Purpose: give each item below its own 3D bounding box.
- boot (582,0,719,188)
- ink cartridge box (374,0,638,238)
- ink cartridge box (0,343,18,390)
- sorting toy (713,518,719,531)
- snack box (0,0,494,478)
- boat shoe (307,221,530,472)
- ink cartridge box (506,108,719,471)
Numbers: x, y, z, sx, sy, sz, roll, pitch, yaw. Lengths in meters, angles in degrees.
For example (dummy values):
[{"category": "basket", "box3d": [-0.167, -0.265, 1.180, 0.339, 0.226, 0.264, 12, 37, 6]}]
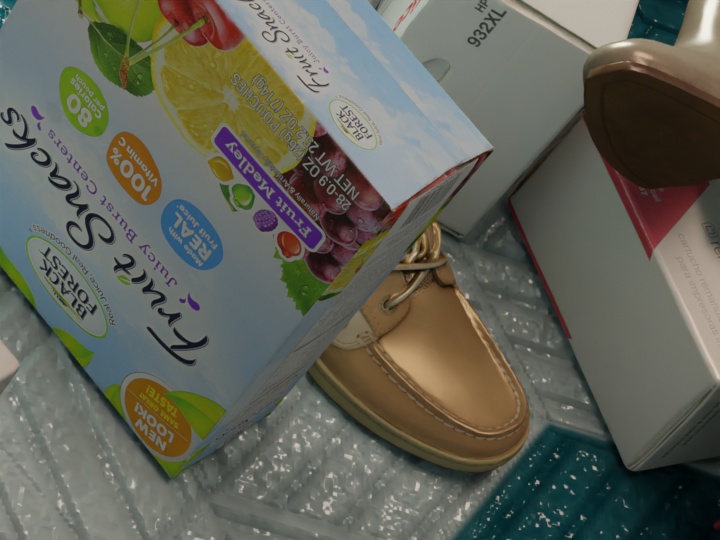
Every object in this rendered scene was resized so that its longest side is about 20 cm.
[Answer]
[{"category": "boot", "box3d": [0.156, -0.100, 1.164, 0.200, 0.070, 0.146, 39, 56, -52]}, {"category": "ink cartridge box", "box3d": [0.069, -0.136, 1.241, 0.084, 0.145, 0.200, 30, 49, -10]}, {"category": "ink cartridge box", "box3d": [-0.236, -0.001, 1.013, 0.200, 0.067, 0.117, 49, 49, 8]}, {"category": "sorting toy", "box3d": [0.240, 0.141, 1.179, 0.199, 0.070, 0.200, 1, 72, -32]}, {"category": "snack box", "box3d": [-0.065, -0.042, 1.061, 0.068, 0.200, 0.169, -32, 77, -40]}, {"category": "boat shoe", "box3d": [0.000, 0.000, 1.160, 0.200, 0.065, 0.071, 45, 48, 5]}, {"category": "ink cartridge box", "box3d": [0.187, -0.004, 1.258, 0.200, 0.083, 0.147, -8, 63, -33]}]
